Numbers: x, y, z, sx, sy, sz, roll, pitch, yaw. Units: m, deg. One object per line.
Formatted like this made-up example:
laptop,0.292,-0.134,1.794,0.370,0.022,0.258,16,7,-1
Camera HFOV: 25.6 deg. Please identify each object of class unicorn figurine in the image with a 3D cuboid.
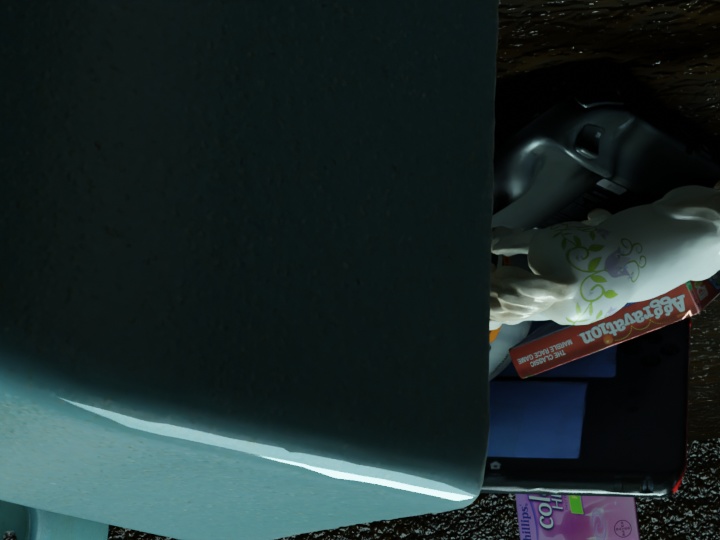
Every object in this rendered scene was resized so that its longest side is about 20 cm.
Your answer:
unicorn figurine,0.130,-0.017,0.705,0.200,0.074,0.137,-35,-172,-24

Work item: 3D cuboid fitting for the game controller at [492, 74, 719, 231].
game controller,0.116,-0.045,0.804,0.104,0.042,0.200,-28,159,24

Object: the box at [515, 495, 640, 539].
box,0.362,0.379,2.664,0.199,0.177,0.097,-7,169,10

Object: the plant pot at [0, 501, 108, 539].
plant pot,-0.234,0.143,0.893,0.199,0.201,0.135,-2,174,-17

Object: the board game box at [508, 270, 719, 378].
board game box,0.163,0.007,0.859,0.103,0.020,0.200,-25,-179,31

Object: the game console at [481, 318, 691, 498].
game console,0.088,0.066,0.910,0.199,0.031,0.177,-1,-151,14

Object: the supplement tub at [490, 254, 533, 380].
supplement tub,0.000,0.000,0.805,0.122,0.123,0.200,-12,167,28

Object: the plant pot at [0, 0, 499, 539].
plant pot,-0.091,-0.021,0.518,0.199,0.197,0.196,10,163,-26
